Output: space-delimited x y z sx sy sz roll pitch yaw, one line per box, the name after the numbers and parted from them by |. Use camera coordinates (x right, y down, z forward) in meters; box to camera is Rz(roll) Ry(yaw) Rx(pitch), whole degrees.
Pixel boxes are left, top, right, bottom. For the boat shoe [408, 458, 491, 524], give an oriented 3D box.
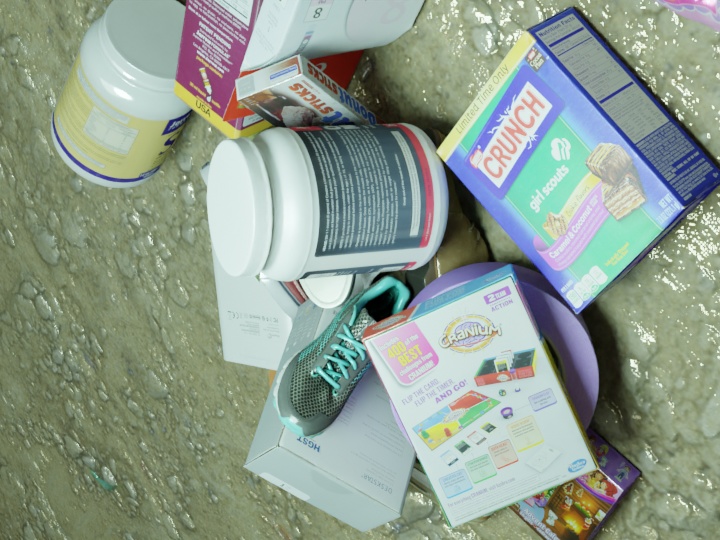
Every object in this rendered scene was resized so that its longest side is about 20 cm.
0.066 0.214 1.399 0.199 0.075 0.069 33 134 21 | boat shoe

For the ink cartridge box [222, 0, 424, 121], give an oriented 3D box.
-0.031 -0.212 1.181 0.057 0.161 0.201 51 139 26 | ink cartridge box

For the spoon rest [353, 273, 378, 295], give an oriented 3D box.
0.000 0.000 1.354 0.100 0.060 0.200 56 138 4 | spoon rest

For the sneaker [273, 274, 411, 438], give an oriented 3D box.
-0.015 0.075 1.226 0.077 0.201 0.091 36 142 -1 | sneaker

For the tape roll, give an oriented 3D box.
0.126 0.098 1.199 0.197 0.066 0.203 1 103 6 | tape roll

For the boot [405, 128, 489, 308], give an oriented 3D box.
0.086 -0.042 1.246 0.074 0.074 0.203 -146 52 -66 | boot

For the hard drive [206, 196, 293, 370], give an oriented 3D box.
-0.123 0.014 1.482 0.131 0.026 0.203 6 105 43 | hard drive

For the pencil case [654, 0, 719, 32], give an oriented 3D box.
0.238 -0.247 0.954 0.199 0.087 0.088 34 134 25 | pencil case

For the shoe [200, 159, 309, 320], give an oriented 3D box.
-0.088 -0.050 1.378 0.202 0.090 0.071 59 -177 -4 | shoe

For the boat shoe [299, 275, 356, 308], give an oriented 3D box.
-0.035 -0.050 1.305 0.072 0.062 0.202 -19 66 15 | boat shoe

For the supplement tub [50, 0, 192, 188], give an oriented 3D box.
-0.262 -0.205 1.431 0.146 0.145 0.200 51 139 9 | supplement tub

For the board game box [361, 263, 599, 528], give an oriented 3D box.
0.111 0.117 1.150 0.151 0.040 0.202 -23 101 10 | board game box

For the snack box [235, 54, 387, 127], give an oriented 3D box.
-0.037 -0.148 1.205 0.071 0.200 0.025 -18 67 23 | snack box

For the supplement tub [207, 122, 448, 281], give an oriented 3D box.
-0.030 -0.064 1.171 0.140 0.198 0.142 19 111 62 | supplement tub

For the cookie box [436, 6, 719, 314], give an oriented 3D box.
0.186 -0.094 1.099 0.201 0.075 0.172 50 139 12 | cookie box

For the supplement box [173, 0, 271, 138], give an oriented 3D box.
-0.099 -0.251 1.251 0.103 0.130 0.202 38 134 24 | supplement box

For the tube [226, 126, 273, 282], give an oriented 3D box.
-0.115 -0.086 1.277 0.057 0.202 0.052 16 137 -16 | tube

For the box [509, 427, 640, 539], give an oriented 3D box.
0.178 0.191 1.302 0.200 0.039 0.138 41 135 20 | box

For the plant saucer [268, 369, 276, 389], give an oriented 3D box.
-0.043 0.159 1.508 0.199 0.037 0.202 23 127 34 | plant saucer

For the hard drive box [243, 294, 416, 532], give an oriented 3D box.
-0.014 0.142 1.307 0.155 0.202 0.077 33 143 -19 | hard drive box
